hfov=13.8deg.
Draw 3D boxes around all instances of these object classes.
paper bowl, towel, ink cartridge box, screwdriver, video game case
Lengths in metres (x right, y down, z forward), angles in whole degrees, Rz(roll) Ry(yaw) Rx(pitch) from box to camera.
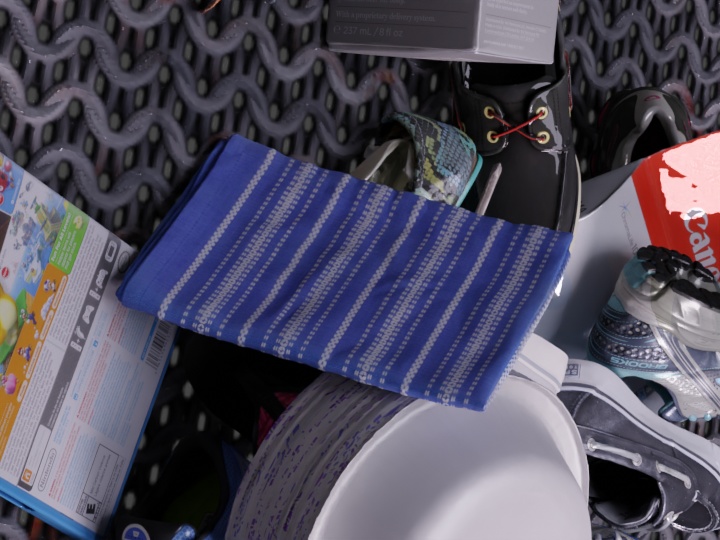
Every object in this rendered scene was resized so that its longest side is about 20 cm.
[{"bbox_3d":[0.037,0.141,1.502,0.201,0.104,0.201,-18,120,-35],"label":"paper bowl"},{"bbox_3d":[-0.007,-0.002,1.500,0.145,0.200,0.024,-57,157,-47],"label":"towel"},{"bbox_3d":[0.165,0.019,1.767,0.200,0.047,0.160,-21,120,-2],"label":"ink cartridge box"},{"bbox_3d":[0.051,-0.006,1.643,0.200,0.029,0.028,100,12,-57],"label":"screwdriver"},{"bbox_3d":[-0.165,0.034,1.450,0.200,0.018,0.143,39,65,-49],"label":"video game case"}]

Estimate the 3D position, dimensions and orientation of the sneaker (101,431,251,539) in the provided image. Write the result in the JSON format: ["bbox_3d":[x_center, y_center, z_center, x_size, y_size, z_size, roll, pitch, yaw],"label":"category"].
[{"bbox_3d":[-0.107,0.167,1.497,0.089,0.079,0.200,60,41,-46],"label":"sneaker"}]

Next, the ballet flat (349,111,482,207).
[{"bbox_3d":[0.000,0.000,1.639,0.074,0.074,0.200,48,56,-45],"label":"ballet flat"}]

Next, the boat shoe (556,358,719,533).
[{"bbox_3d":[0.161,0.122,1.738,0.200,0.072,0.068,41,43,-47],"label":"boat shoe"}]

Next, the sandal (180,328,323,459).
[{"bbox_3d":[-0.021,0.090,1.567,0.200,0.075,0.045,52,12,-32],"label":"sandal"}]

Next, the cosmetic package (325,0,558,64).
[{"bbox_3d":[0.053,-0.215,1.633,0.090,0.107,0.200,0,93,-54],"label":"cosmetic package"}]

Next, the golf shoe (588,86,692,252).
[{"bbox_3d":[0.171,-0.012,1.823,0.088,0.077,0.200,-96,-177,-87],"label":"golf shoe"}]

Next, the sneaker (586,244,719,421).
[{"bbox_3d":[0.214,0.052,1.762,0.200,0.078,0.086,24,115,-32],"label":"sneaker"}]

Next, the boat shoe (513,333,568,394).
[{"bbox_3d":[0.045,0.054,1.593,0.200,0.072,0.069,29,73,-62],"label":"boat shoe"}]

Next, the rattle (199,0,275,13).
[{"bbox_3d":[-0.013,-0.231,1.522,0.130,0.143,0.200,29,64,-70],"label":"rattle"}]

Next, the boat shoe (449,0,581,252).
[{"bbox_3d":[0.084,-0.092,1.694,0.063,0.074,0.202,44,42,-78],"label":"boat shoe"}]

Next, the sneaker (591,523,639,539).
[{"bbox_3d":[0.113,0.166,1.673,0.200,0.085,0.077,8,86,-51],"label":"sneaker"}]
